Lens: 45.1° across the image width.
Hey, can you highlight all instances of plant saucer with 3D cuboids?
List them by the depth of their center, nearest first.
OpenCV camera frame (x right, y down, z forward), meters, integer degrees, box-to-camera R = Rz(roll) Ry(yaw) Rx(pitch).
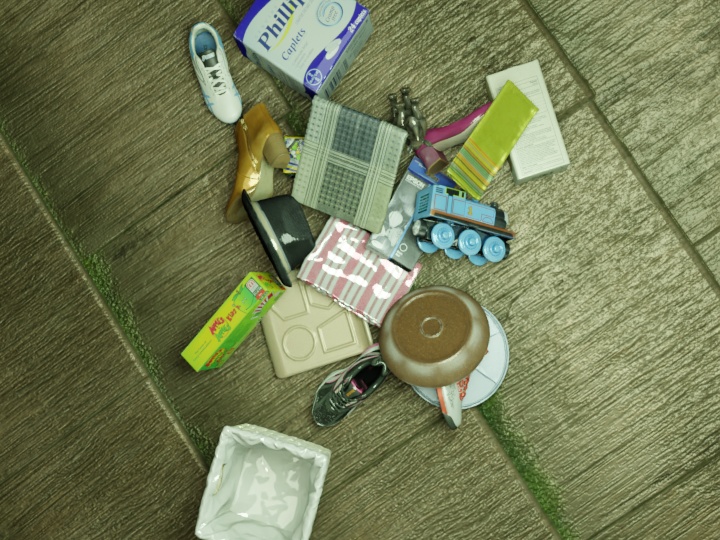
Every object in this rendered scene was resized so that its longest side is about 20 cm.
[{"bbox_3d":[0.126,0.105,1.513,0.197,0.037,0.203,-7,59,11],"label":"plant saucer"}]

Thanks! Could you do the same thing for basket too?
[{"bbox_3d":[-0.163,0.390,1.547,0.197,0.161,0.201,15,87,7],"label":"basket"}]

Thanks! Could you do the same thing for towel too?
[{"bbox_3d":[0.232,-0.227,1.518,0.086,0.018,0.201,37,84,-27],"label":"towel"},{"bbox_3d":[-0.022,-0.186,1.545,0.190,0.035,0.202,22,113,14],"label":"towel"},{"bbox_3d":[0.000,0.000,1.592,0.198,0.030,0.148,31,74,-6],"label":"towel"}]

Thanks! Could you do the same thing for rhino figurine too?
[{"bbox_3d":[0.090,-0.263,1.559,0.059,0.201,0.089,-12,115,-1],"label":"rhino figurine"}]

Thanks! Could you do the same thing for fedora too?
[{"bbox_3d":[-0.138,-0.073,1.557,0.091,0.201,0.202,-27,84,-7],"label":"fedora"}]

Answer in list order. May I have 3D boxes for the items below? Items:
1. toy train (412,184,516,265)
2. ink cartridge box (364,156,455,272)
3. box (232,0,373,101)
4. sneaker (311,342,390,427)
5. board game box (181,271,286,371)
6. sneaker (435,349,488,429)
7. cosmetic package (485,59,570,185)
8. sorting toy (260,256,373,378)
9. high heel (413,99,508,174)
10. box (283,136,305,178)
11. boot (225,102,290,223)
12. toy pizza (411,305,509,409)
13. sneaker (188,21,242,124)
[{"bbox_3d":[0.186,-0.080,1.557,0.197,0.087,0.116,13,80,-21],"label":"toy train"},{"bbox_3d":[0.097,-0.107,1.596,0.099,0.039,0.202,29,79,-5],"label":"ink cartridge box"},{"bbox_3d":[-0.106,-0.446,1.630,0.199,0.105,0.185,34,89,7],"label":"box"},{"bbox_3d":[-0.019,0.210,1.568,0.080,0.086,0.200,42,104,-1],"label":"sneaker"},{"bbox_3d":[-0.230,0.093,1.587,0.048,0.101,0.200,43,100,13],"label":"board game box"},{"bbox_3d":[0.182,0.174,1.546,0.106,0.067,0.204,-14,82,8],"label":"sneaker"},{"bbox_3d":[0.305,-0.270,1.596,0.104,0.071,0.203,-15,85,5],"label":"cosmetic package"},{"bbox_3d":[-0.090,0.086,1.628,0.197,0.036,0.188,-18,84,8],"label":"sorting toy"},{"bbox_3d":[0.178,-0.270,1.584,0.199,0.067,0.097,-36,57,19],"label":"high heel"},{"bbox_3d":[-0.043,-0.210,1.627,0.197,0.064,0.071,1,87,6],"label":"box"},{"bbox_3d":[-0.211,-0.204,1.643,0.202,0.070,0.145,-49,54,28],"label":"boot"},{"bbox_3d":[0.174,0.153,1.598,0.197,0.032,0.203,0,86,6],"label":"toy pizza"},{"bbox_3d":[-0.281,-0.376,1.658,0.071,0.072,0.202,-20,86,2],"label":"sneaker"}]
